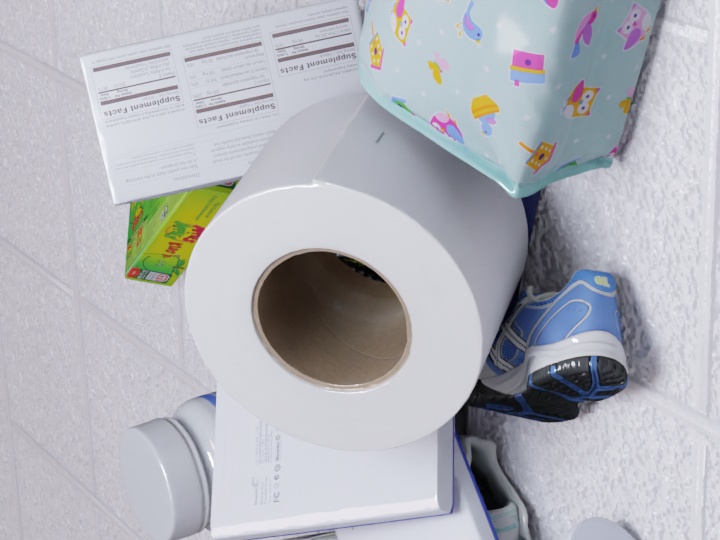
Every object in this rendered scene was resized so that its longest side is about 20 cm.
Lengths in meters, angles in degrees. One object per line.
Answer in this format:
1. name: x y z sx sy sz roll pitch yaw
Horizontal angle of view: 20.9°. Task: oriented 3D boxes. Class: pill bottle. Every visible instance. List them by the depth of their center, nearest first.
1. pill bottle: -0.084 0.146 1.569 0.114 0.200 0.114 33 130 51

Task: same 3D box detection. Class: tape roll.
1. tape roll: 0.000 0.000 1.299 0.203 0.139 0.203 8 121 14

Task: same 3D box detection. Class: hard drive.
1. hard drive: 0.041 0.198 1.425 0.132 0.025 0.200 -45 51 34
2. hard drive: -0.022 0.124 1.436 0.200 0.025 0.132 -12 66 32

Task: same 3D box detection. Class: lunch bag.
1. lunch bag: 0.081 -0.169 1.232 0.200 0.122 0.170 40 133 36

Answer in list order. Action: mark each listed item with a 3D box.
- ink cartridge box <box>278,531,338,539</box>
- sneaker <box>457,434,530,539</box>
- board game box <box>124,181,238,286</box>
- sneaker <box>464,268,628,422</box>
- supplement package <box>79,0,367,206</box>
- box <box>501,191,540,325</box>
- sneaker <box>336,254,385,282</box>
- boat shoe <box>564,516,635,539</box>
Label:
1. ink cartridge box: -0.026 0.290 1.618 0.200 0.083 0.147 149 115 -69
2. sneaker: 0.096 0.215 1.438 0.080 0.070 0.200 -46 62 54
3. board game box: -0.155 -0.072 1.729 0.200 0.048 0.102 135 141 -57
4. sneaker: 0.126 0.056 1.330 0.200 0.076 0.077 151 129 -62
5. supplement package: -0.094 -0.122 1.437 0.156 0.200 0.111 -151 48 -84
6. box: 0.080 -0.064 1.378 0.121 0.032 0.200 47 139 40
7. sneaker: -0.024 0.027 1.494 0.200 0.078 0.085 21 108 35
8. boat shoe: 0.183 0.264 1.311 0.200 0.069 0.057 65 150 14
